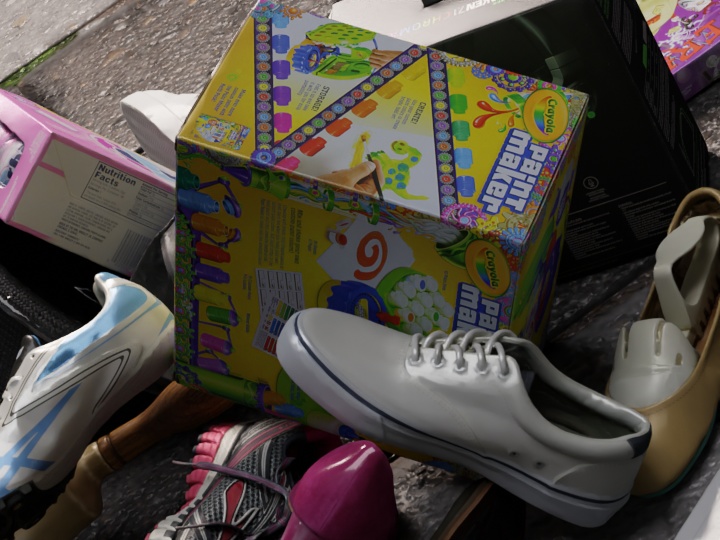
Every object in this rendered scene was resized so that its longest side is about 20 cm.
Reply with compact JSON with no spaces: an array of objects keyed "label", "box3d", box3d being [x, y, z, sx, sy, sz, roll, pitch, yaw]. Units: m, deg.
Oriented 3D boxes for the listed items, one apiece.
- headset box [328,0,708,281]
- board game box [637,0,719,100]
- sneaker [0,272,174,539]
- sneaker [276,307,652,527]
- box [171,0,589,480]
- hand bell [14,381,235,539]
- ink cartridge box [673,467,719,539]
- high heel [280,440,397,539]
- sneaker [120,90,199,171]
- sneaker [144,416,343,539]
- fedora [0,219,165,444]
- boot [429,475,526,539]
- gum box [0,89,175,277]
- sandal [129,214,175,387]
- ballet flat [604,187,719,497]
[{"label":"headset box","box3d":[0.090,-0.095,1.458,0.174,0.200,0.093,-19,34,20]},{"label":"board game box","box3d":[0.181,-0.139,1.606,0.200,0.032,0.120,-35,36,-5]},{"label":"sneaker","box3d":[-0.185,0.086,1.394,0.072,0.072,0.200,38,71,12]},{"label":"sneaker","box3d":[0.057,0.058,1.269,0.073,0.200,0.071,-74,9,-57]},{"label":"box","box3d":[0.007,-0.013,1.352,0.192,0.200,0.122,18,49,11]},{"label":"hand bell","box3d":[-0.140,0.104,1.453,0.200,0.104,0.104,-33,31,8]},{"label":"ink cartridge box","box3d":[0.200,0.149,1.163,0.104,0.059,0.200,6,48,45]},{"label":"high heel","box3d":[0.001,0.111,1.301,0.096,0.067,0.200,-55,-10,14]},{"label":"sneaker","box3d":[-0.077,-0.102,1.739,0.116,0.074,0.200,-40,41,-18]},{"label":"sneaker","box3d":[-0.067,0.150,1.369,0.074,0.081,0.200,-12,36,25]},{"label":"fedora","box3d":[-0.192,0.049,1.564,0.092,0.200,0.201,-60,30,13]},{"label":"boot","box3d":[0.009,0.180,1.269,0.097,0.075,0.200,2,47,38]},{"label":"gum box","box3d":[-0.163,-0.045,1.597,0.066,0.200,0.113,-62,35,4]},{"label":"sandal","box3d":[-0.092,-0.018,1.517,0.048,0.075,0.201,116,175,-56]},{"label":"ballet flat","box3d":[0.167,0.034,1.345,0.068,0.063,0.200,-8,39,33]}]
